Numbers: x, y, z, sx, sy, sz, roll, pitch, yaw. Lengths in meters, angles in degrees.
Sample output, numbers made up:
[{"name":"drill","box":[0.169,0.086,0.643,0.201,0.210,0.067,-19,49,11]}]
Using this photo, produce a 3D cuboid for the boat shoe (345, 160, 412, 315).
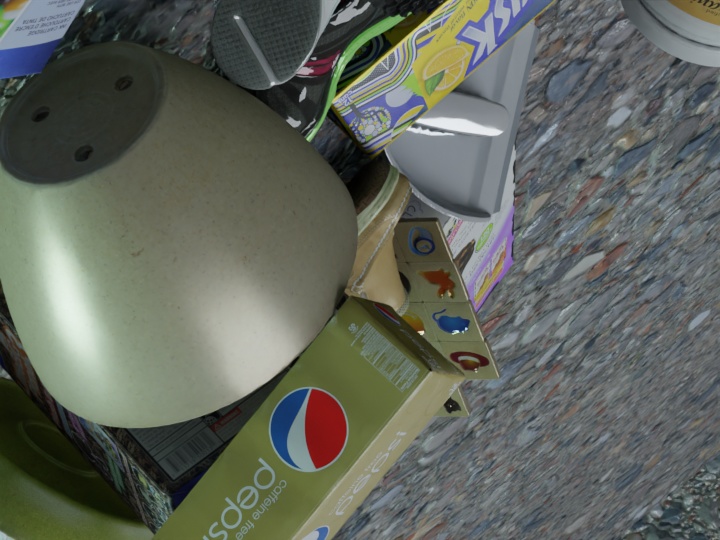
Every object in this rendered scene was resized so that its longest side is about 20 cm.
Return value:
[{"name":"boat shoe","box":[0.000,0.000,1.713,0.072,0.076,0.200,-56,-177,-30]}]

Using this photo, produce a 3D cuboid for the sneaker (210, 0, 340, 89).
[{"name":"sneaker","box":[-0.019,-0.195,1.471,0.201,0.070,0.080,-58,-178,16]}]

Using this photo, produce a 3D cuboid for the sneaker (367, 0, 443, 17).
[{"name":"sneaker","box":[0.058,-0.218,1.528,0.200,0.094,0.070,-35,177,-30]}]

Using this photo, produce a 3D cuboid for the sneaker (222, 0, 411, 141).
[{"name":"sneaker","box":[-0.037,-0.139,1.573,0.200,0.077,0.084,-51,143,16]}]

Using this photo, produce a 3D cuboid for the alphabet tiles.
[{"name":"alphabet tiles","box":[-0.002,0.020,1.788,0.006,0.166,0.200,-60,139,-43]}]

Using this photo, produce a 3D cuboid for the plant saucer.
[{"name":"plant saucer","box":[-0.186,0.116,1.628,0.031,0.200,0.200,-57,159,13]}]

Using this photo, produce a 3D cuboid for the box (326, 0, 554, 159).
[{"name":"box","box":[0.053,-0.165,1.659,0.200,0.064,0.070,-42,142,-4]}]

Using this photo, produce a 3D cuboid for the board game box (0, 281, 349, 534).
[{"name":"board game box","box":[-0.105,0.044,1.598,0.159,0.200,0.097,-35,151,-18]}]

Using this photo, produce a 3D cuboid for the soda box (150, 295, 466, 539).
[{"name":"soda box","box":[-0.035,0.110,1.489,0.200,0.064,0.068,-50,163,9]}]

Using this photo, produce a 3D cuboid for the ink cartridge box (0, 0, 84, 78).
[{"name":"ink cartridge box","box":[-0.170,-0.148,1.303,0.119,0.042,0.200,-15,150,-54]}]

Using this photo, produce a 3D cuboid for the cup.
[{"name":"cup","box":[-0.120,-0.037,1.465,0.200,0.200,0.143,-39,134,-8]}]

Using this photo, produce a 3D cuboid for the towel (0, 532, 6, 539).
[{"name":"towel","box":[-0.194,0.159,1.827,0.171,0.048,0.200,-41,136,-2]}]

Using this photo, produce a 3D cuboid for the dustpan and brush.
[{"name":"dustpan and brush","box":[0.031,-0.107,1.755,0.199,0.057,0.140,8,98,-28]}]

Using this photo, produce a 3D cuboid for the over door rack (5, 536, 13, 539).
[{"name":"over door rack","box":[-0.251,0.184,1.666,0.199,0.148,0.067,-22,127,-25]}]

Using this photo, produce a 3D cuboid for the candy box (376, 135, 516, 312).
[{"name":"candy box","box":[0.037,-0.006,1.913,0.168,0.071,0.200,-54,162,-23]}]

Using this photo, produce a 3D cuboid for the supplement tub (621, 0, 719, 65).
[{"name":"supplement tub","box":[0.251,-0.240,1.770,0.144,0.145,0.200,-32,159,-28]}]
